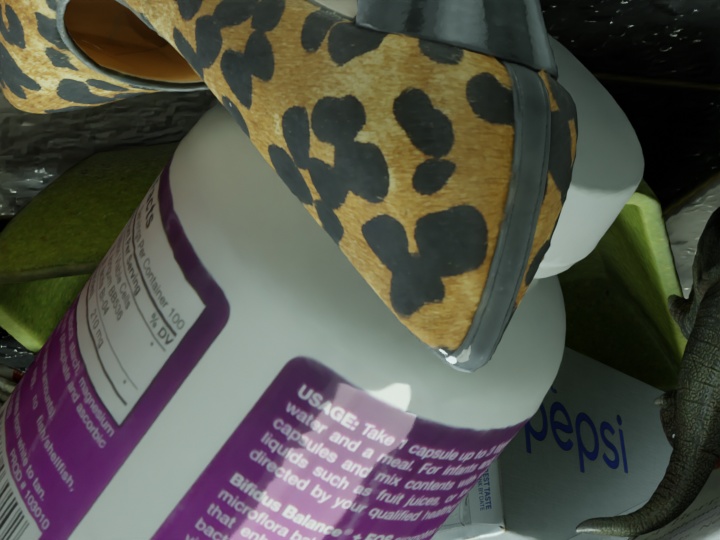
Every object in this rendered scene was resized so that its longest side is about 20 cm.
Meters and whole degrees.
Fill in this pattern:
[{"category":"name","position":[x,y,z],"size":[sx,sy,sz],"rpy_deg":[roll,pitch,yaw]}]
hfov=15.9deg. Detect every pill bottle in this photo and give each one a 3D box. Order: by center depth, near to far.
[{"category":"pill bottle","position":[-0.018,0.025,0.657],"size":[0.112,0.113,0.200],"rpy_deg":[12,126,-40]}]

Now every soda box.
[{"category":"soda box","position":[0.065,0.073,0.827],"size":[0.063,0.069,0.200],"rpy_deg":[-15,158,29]}]

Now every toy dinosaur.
[{"category":"toy dinosaur","position":[0.123,-0.004,0.709],"size":[0.199,0.077,0.102],"rpy_deg":[-28,160,-25]}]

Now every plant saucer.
[{"category":"plant saucer","position":[0.000,0.000,0.804],"size":[0.198,0.048,0.200],"rpy_deg":[-7,161,9]}]

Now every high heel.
[{"category":"high heel","position":[-0.030,-0.028,0.561],"size":[0.071,0.144,0.200],"rpy_deg":[9,158,-34]}]

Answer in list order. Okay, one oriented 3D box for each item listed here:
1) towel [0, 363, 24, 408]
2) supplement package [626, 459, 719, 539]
[{"category":"towel","position":[-0.098,0.052,0.846],"size":[0.199,0.023,0.144],"rpy_deg":[22,170,16]},{"category":"supplement package","position":[0.163,0.090,0.741],"size":[0.121,0.120,0.200],"rpy_deg":[-33,179,31]}]
